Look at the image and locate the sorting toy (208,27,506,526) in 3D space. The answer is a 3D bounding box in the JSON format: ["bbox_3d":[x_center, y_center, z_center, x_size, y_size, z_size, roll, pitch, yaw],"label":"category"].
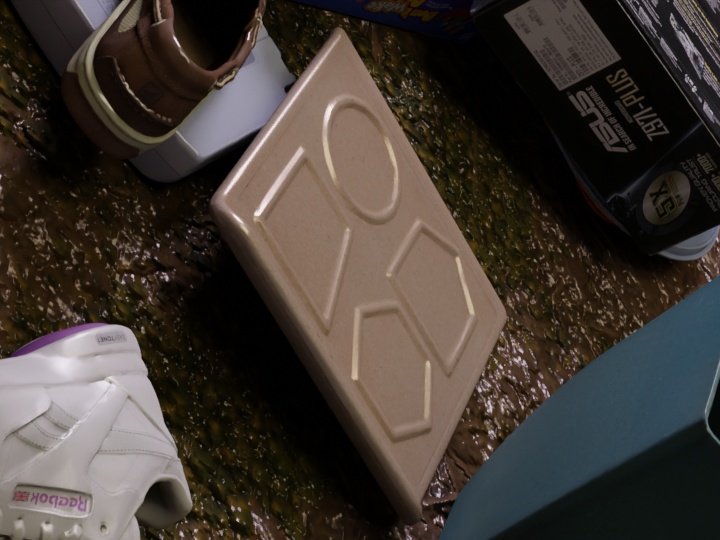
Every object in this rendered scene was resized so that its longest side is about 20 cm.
[{"bbox_3d":[0.000,0.000,0.990,0.186,0.036,0.200,59,29,-21],"label":"sorting toy"}]

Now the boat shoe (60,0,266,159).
[{"bbox_3d":[-0.067,-0.127,0.923,0.075,0.075,0.203,44,35,-21],"label":"boat shoe"}]

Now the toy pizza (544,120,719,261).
[{"bbox_3d":[0.168,-0.093,1.316,0.199,0.032,0.202,32,42,-34],"label":"toy pizza"}]

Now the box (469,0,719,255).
[{"bbox_3d":[0.167,-0.141,1.231,0.200,0.086,0.164,50,34,-24],"label":"box"}]

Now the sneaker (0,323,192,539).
[{"bbox_3d":[-0.128,0.080,0.735,0.199,0.075,0.100,-18,78,-57],"label":"sneaker"}]

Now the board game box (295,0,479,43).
[{"bbox_3d":[-0.002,-0.215,1.173,0.199,0.045,0.136,6,60,-51],"label":"board game box"}]

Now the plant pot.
[{"bbox_3d":[0.133,0.122,0.937,0.142,0.199,0.142,50,34,-13],"label":"plant pot"}]

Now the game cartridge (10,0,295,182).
[{"bbox_3d":[-0.116,-0.142,0.970,0.201,0.041,0.133,58,37,-1],"label":"game cartridge"}]
